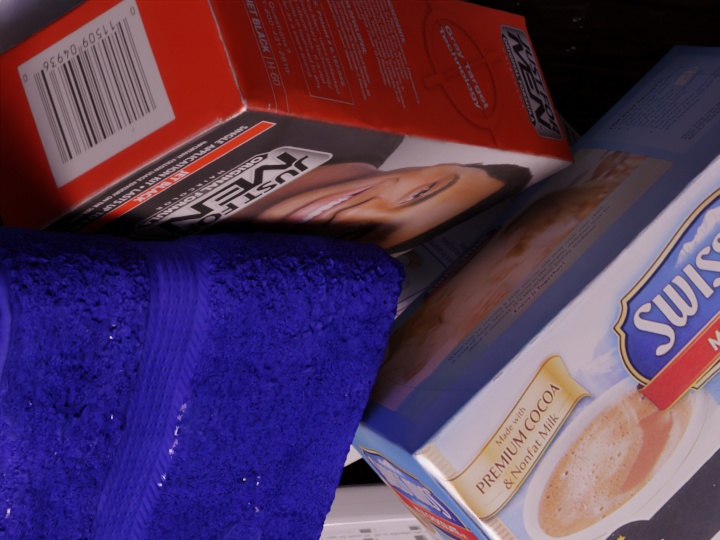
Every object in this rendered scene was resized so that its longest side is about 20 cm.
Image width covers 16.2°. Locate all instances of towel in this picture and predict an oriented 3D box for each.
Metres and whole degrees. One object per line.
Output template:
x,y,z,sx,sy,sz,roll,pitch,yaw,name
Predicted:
-0.071,0.058,0.804,0.200,0.049,0.148,-1,120,-51,towel

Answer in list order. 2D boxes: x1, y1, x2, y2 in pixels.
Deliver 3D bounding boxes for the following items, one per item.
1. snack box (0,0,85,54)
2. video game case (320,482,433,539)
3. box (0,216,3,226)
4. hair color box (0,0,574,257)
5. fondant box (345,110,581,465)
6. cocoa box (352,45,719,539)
-0.120,-0.143,0.794,0.200,0.053,0.142,-38,94,28,snack box
-0.005,0.143,1.163,0.199,0.022,0.183,-4,152,-6,video game case
-0.121,0.037,0.907,0.199,0.160,0.046,25,170,-17,box
-0.024,-0.048,0.829,0.101,0.062,0.200,-28,164,30,hair color box
0.000,0.000,1.015,0.199,0.058,0.144,-30,133,20,fondant box
0.108,0.032,0.899,0.200,0.133,0.131,-44,105,-8,cocoa box
